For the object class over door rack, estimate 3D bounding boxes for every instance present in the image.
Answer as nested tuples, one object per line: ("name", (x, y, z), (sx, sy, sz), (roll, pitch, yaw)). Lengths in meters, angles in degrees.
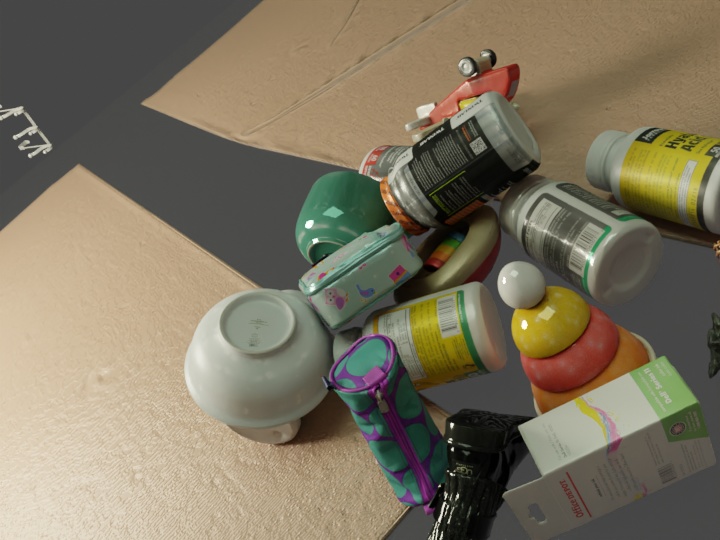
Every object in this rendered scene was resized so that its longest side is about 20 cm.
("over door rack", (-1.014, -0.412, 2.291), (0.200, 0.148, 0.067), (13, 51, 43))

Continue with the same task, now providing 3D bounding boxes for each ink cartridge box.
("ink cartridge box", (0.236, 0.181, 0.765), (0.200, 0.117, 0.067), (-28, 39, 7))

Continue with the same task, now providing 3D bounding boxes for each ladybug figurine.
("ladybug figurine", (0.130, -0.009, 1.074), (0.200, 0.072, 0.136), (-48, 24, -15))

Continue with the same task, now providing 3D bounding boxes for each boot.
("boot", (0.125, 0.229, 0.803), (0.079, 0.211, 0.158), (6, 88, 28))

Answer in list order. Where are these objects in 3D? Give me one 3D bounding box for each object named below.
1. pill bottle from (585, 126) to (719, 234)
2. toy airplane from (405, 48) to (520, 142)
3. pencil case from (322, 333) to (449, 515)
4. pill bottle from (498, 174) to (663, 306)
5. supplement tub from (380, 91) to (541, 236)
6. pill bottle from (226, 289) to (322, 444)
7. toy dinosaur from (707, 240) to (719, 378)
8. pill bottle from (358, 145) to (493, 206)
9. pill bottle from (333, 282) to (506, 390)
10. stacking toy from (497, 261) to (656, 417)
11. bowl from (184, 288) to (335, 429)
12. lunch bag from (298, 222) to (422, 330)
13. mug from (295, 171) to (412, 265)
("pill bottle", (0.393, -0.122, 0.986), (0.111, 0.111, 0.200), (-46, 39, -15))
("toy airplane", (0.174, -0.250, 1.273), (0.200, 0.141, 0.199), (-34, -2, 3))
("pencil case", (0.038, 0.170, 0.853), (0.085, 0.200, 0.092), (-27, 28, 2))
("pill bottle", (0.274, -0.047, 0.988), (0.113, 0.113, 0.200), (-38, 38, -6))
("supplement tub", (0.132, -0.138, 1.043), (0.200, 0.122, 0.123), (-33, 35, 24))
("pill bottle", (-0.114, 0.129, 1.080), (0.112, 0.113, 0.200), (-10, 43, 28))
("toy dinosaur", (0.402, 0.067, 0.747), (0.102, 0.136, 0.201), (-4, 87, 12))
("pill bottle", (0.103, -0.137, 1.207), (0.200, 0.116, 0.116), (9, 54, 41))
("pill bottle", (0.072, 0.093, 0.971), (0.199, 0.113, 0.113), (-17, 40, 20))
("stacking toy", (0.213, 0.066, 0.827), (0.146, 0.200, 0.146), (-31, 26, 17))
("bowl", (-0.128, 0.091, 0.978), (0.200, 0.091, 0.201), (1, 48, -1))
("lunch bag", (0.000, 0.000, 1.026), (0.160, 0.077, 0.200), (-36, 7, -3))
("mug", (-0.014, -0.065, 1.171), (0.185, 0.152, 0.115), (-36, 27, 51))
